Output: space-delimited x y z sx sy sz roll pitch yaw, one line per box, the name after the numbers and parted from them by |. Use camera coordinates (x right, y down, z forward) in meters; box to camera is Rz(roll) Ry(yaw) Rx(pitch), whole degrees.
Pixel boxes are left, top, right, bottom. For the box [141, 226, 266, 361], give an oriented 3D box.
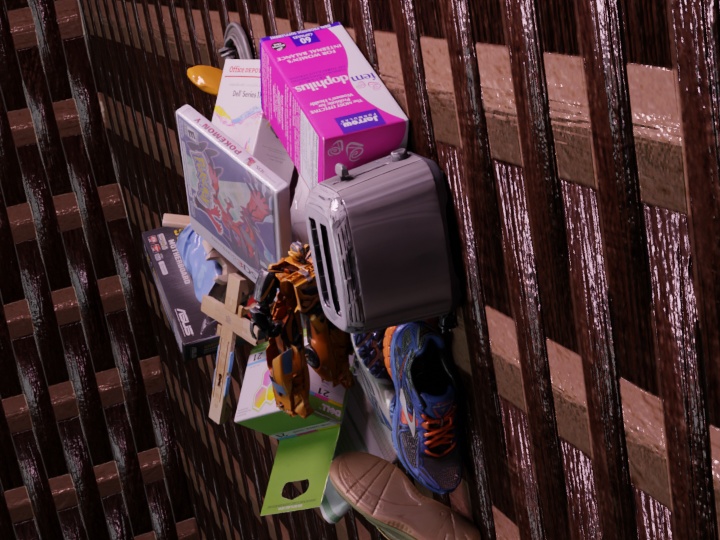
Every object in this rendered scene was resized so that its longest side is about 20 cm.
-0.202 0.015 1.815 0.048 0.157 0.201 97 153 -55 | box

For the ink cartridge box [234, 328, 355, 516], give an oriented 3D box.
-0.090 0.186 1.585 0.147 0.075 0.202 -21 49 52 | ink cartridge box

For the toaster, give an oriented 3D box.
0.022 -0.019 1.336 0.114 0.128 0.202 -144 42 -65 | toaster

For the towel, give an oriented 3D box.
-0.001 0.196 1.600 0.200 0.031 0.150 -47 52 27 | towel

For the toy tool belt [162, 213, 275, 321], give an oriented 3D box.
-0.186 -0.003 1.711 0.125 0.122 0.200 -57 43 25 | toy tool belt

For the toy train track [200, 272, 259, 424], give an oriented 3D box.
-0.162 0.099 1.656 0.114 0.032 0.202 29 116 41 | toy train track

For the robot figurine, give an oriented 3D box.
-0.057 0.059 1.461 0.058 0.145 0.201 26 133 37 | robot figurine

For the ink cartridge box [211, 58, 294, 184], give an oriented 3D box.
-0.124 -0.192 1.585 0.117 0.067 0.202 11 88 52 | ink cartridge box

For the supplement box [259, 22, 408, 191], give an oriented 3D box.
-0.032 -0.171 1.427 0.104 0.100 0.201 93 155 -44 | supplement box

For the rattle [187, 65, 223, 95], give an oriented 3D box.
-0.162 -0.175 1.755 0.200 0.142 0.131 110 150 -57 | rattle

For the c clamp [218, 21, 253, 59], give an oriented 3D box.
-0.176 -0.266 1.935 0.171 0.027 0.202 -167 63 -71 | c clamp

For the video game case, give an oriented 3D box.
-0.147 -0.073 1.534 0.182 0.023 0.201 39 148 28 | video game case

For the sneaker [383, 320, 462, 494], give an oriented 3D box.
0.073 0.150 1.416 0.078 0.075 0.202 6 112 68 | sneaker

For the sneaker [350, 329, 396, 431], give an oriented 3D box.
0.019 0.103 1.483 0.085 0.077 0.202 10 122 59 | sneaker

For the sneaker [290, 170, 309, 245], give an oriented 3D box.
-0.045 -0.090 1.517 0.100 0.074 0.202 128 144 -66 | sneaker

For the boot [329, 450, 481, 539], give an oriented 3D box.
0.047 0.308 1.537 0.199 0.073 0.156 28 147 18 | boot

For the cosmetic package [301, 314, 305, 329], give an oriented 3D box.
-0.041 0.113 1.726 0.107 0.089 0.202 156 101 -69 | cosmetic package

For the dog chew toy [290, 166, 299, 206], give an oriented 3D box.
-0.076 -0.060 1.644 0.200 0.124 0.125 45 147 45 | dog chew toy
